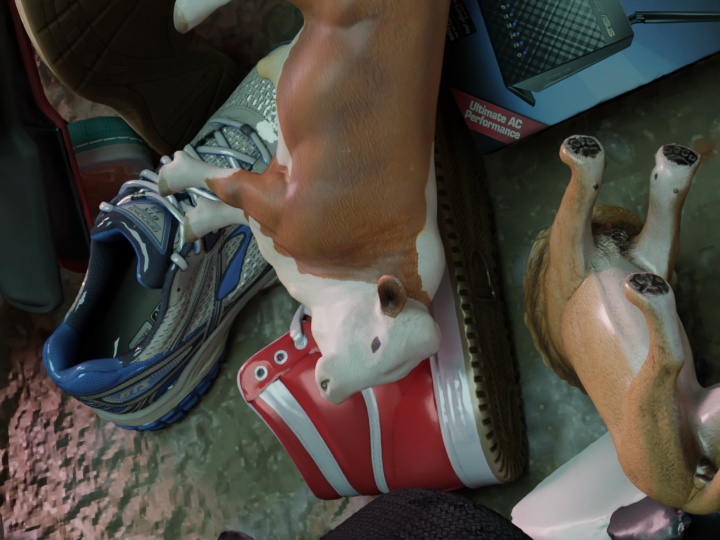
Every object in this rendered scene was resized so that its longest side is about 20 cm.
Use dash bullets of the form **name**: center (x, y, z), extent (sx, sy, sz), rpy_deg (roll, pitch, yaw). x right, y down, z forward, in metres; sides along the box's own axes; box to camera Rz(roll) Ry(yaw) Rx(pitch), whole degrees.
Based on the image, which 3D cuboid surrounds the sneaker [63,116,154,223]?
- **sneaker**: center (-0.191, -0.053, 1.005), extent (0.198, 0.071, 0.081), rpy_deg (-15, 70, 23)

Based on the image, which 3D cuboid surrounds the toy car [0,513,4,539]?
- **toy car**: center (-0.272, 0.166, 0.972), extent (0.150, 0.174, 0.202), rpy_deg (-6, 74, 64)

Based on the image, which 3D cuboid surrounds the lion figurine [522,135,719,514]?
- **lion figurine**: center (0.105, 0.032, 0.761), extent (0.072, 0.123, 0.201), rpy_deg (1, 36, -7)

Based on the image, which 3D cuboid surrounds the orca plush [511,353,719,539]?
- **orca plush**: center (0.156, 0.076, 0.802), extent (0.199, 0.071, 0.105), rpy_deg (-38, 19, 11)

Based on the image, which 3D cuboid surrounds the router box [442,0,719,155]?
- **router box**: center (0.079, -0.166, 0.832), extent (0.149, 0.062, 0.201), rpy_deg (-23, 97, 23)

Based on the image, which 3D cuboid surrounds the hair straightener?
- **hair straightener**: center (-0.155, -0.064, 0.879), extent (0.041, 0.077, 0.201), rpy_deg (12, 129, 21)

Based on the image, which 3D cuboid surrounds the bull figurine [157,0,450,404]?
- **bull figurine**: center (-0.015, -0.052, 0.819), extent (0.120, 0.065, 0.202), rpy_deg (8, 91, 16)

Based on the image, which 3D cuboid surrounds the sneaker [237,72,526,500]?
- **sneaker**: center (0.000, 0.000, 0.885), extent (0.112, 0.071, 0.202), rpy_deg (-14, 75, 23)

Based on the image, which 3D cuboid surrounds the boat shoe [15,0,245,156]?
- **boat shoe**: center (-0.113, -0.115, 0.899), extent (0.072, 0.200, 0.072), rpy_deg (41, 88, 26)

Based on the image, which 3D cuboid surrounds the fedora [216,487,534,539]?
- **fedora**: center (0.037, 0.149, 0.804), extent (0.200, 0.201, 0.092), rpy_deg (31, 65, 31)

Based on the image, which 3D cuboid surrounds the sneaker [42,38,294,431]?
- **sneaker**: center (-0.072, -0.017, 0.921), extent (0.077, 0.085, 0.201), rpy_deg (35, 97, 30)
